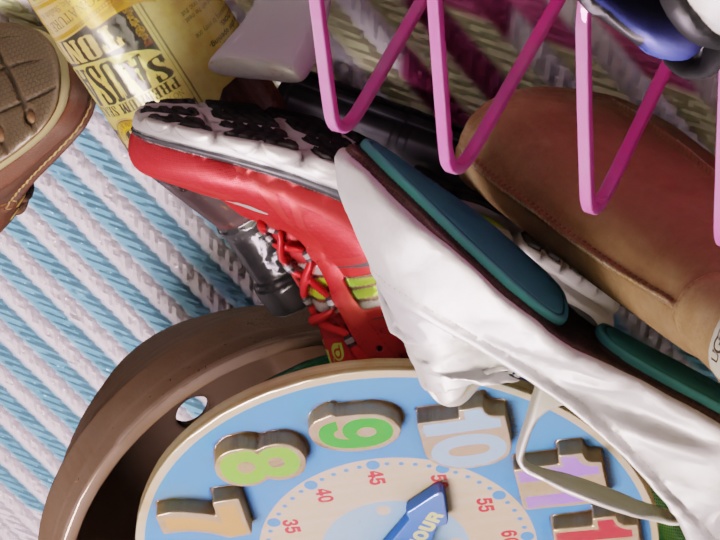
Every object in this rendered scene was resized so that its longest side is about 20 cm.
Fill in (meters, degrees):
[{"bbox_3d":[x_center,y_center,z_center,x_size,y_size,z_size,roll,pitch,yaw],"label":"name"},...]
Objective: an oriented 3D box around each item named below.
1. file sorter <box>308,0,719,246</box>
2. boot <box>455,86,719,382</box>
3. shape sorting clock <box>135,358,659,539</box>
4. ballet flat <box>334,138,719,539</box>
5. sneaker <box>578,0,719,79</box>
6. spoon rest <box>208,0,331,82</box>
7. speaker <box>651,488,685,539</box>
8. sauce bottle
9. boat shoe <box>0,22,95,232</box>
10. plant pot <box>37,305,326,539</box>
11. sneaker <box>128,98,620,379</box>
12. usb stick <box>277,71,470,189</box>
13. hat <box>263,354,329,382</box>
[{"bbox_3d":[0.093,-0.095,0.940,0.200,0.125,0.139,17,145,18],"label":"file sorter"},{"bbox_3d":[0.152,-0.002,1.022,0.175,0.066,0.200,11,-161,-32],"label":"boot"},{"bbox_3d":[0.014,0.107,1.104,0.200,0.039,0.200,-2,133,-2],"label":"shape sorting clock"},{"bbox_3d":[0.061,0.034,1.008,0.200,0.069,0.069,35,146,-6],"label":"ballet flat"},{"bbox_3d":[0.109,-0.122,0.817,0.115,0.199,0.081,-32,112,28],"label":"sneaker"},{"bbox_3d":[-0.043,-0.166,1.022,0.099,0.061,0.200,9,128,25],"label":"spoon rest"},{"bbox_3d":[0.088,0.088,1.210,0.088,0.088,0.200,2,142,34],"label":"speaker"},{"bbox_3d":[-0.069,-0.073,1.111,0.066,0.066,0.200,-17,113,47],"label":"sauce bottle"},{"bbox_3d":[-0.174,-0.050,1.258,0.068,0.072,0.200,12,152,-40],"label":"boat shoe"},{"bbox_3d":[-0.058,0.085,1.274,0.093,0.201,0.201,49,166,44],"label":"plant pot"},{"bbox_3d":[0.000,0.000,1.071,0.200,0.085,0.077,25,-170,-13],"label":"sneaker"},{"bbox_3d":[0.055,-0.028,1.141,0.200,0.033,0.055,21,137,12],"label":"usb stick"},{"bbox_3d":[0.025,0.157,1.191,0.176,0.166,0.200,49,162,45],"label":"hat"}]
